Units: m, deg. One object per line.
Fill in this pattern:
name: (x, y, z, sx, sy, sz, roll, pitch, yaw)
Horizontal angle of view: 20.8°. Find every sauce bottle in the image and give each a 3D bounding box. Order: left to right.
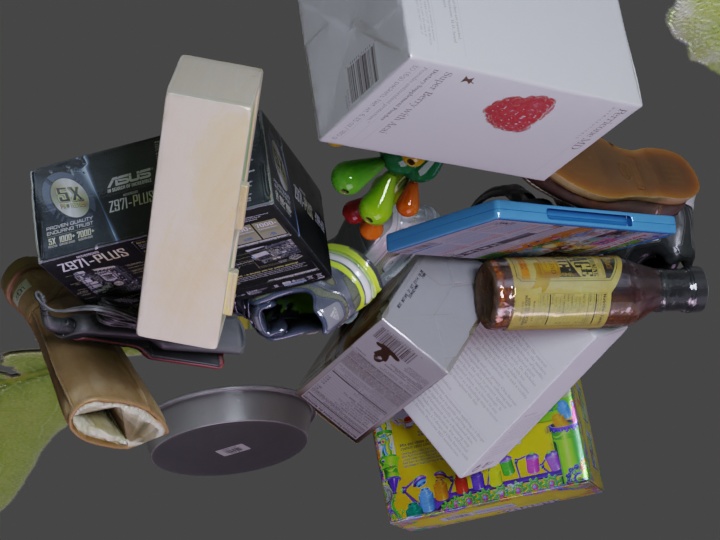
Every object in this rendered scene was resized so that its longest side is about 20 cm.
sauce bottle: (0.201, 0.018, 1.693, 0.199, 0.066, 0.066, -2, 155, -17)

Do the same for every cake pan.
cake pan: (-0.144, 0.178, 2.136, 0.200, 0.037, 0.200, -7, 156, -3)

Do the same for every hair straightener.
hair straightener: (-0.175, 0.039, 1.610, 0.200, 0.041, 0.077, 16, 146, -36)

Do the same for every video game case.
video game case: (0.142, -0.030, 1.629, 0.200, 0.018, 0.143, 4, 167, -37)

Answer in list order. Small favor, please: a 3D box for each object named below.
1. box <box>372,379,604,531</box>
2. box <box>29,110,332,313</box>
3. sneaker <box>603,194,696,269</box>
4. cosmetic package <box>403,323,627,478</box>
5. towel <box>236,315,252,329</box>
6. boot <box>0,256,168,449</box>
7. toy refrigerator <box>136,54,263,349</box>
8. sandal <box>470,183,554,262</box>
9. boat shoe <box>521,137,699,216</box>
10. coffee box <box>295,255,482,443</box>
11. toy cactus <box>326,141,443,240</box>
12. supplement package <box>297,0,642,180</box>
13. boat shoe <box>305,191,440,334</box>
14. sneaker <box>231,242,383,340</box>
box: (0.118, 0.140, 1.928, 0.199, 0.193, 0.122, -13, 166, 11)
box: (-0.143, -0.037, 1.595, 0.199, 0.086, 0.164, -14, 156, 12)
sneaker: (0.233, -0.003, 1.790, 0.066, 0.091, 0.200, 11, 149, -36)
cosmetic package: (0.137, 0.086, 1.795, 0.200, 0.101, 0.071, -49, 159, 27)
towel: (-0.019, 0.026, 1.866, 0.199, 0.018, 0.086, -7, 160, -5)
boot: (-0.213, 0.080, 1.688, 0.175, 0.200, 0.066, 13, 117, -40)
toy refrigerator: (-0.116, -0.049, 1.450, 0.070, 0.076, 0.200, 10, 117, -1)
sandal: (0.120, -0.043, 1.731, 0.075, 0.048, 0.200, -5, 169, -10)
boat shoe: (0.198, -0.071, 1.649, 0.200, 0.071, 0.070, 12, 145, -39)
coffee box: (0.033, 0.062, 1.768, 0.080, 0.114, 0.200, 38, 148, -5)
toy cactus: (0.047, -0.106, 1.529, 0.165, 0.102, 0.200, -24, 156, -10)
supplement package: (0.076, -0.152, 1.369, 0.200, 0.120, 0.121, 7, 151, -32)
boat shoe: (0.000, -0.002, 1.741, 0.065, 0.075, 0.202, 8, 145, -24)
sneaker: (-0.083, 0.019, 1.689, 0.200, 0.081, 0.074, -2, 121, 35)
